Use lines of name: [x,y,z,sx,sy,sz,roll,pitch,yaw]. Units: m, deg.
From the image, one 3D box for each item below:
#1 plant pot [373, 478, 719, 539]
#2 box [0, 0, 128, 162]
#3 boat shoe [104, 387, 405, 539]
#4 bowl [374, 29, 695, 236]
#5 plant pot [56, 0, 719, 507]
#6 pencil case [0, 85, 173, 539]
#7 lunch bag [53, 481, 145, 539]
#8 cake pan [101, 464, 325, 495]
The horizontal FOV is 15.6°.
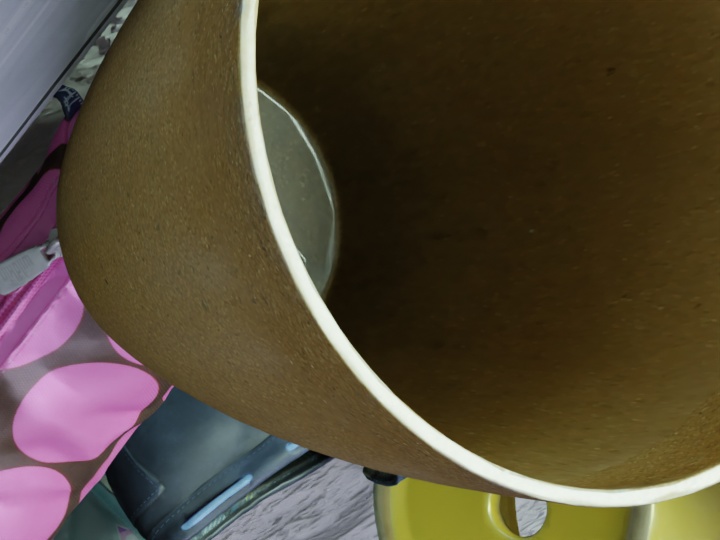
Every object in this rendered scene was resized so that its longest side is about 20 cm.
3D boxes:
plant pot: [0.104,0.096,1.112,0.200,0.202,0.188,-37,160,24]
box: [-0.122,-0.078,0.656,0.116,0.060,0.200,-5,149,-45]
boat shoe: [0.001,0.054,0.984,0.199,0.069,0.084,-24,158,-9]
bowl: [0.099,-0.075,0.825,0.199,0.075,0.199,-30,168,41]
plant pot: [0.003,-0.026,0.682,0.185,0.188,0.200,-13,179,-32]
pencil case: [-0.114,0.038,0.841,0.200,0.091,0.094,-53,174,24]
lunch bag: [-0.068,0.200,1.028,0.122,0.200,0.171,-45,165,-17]
cake pan: [-0.062,0.051,1.049,0.199,0.037,0.201,-24,158,-10]
